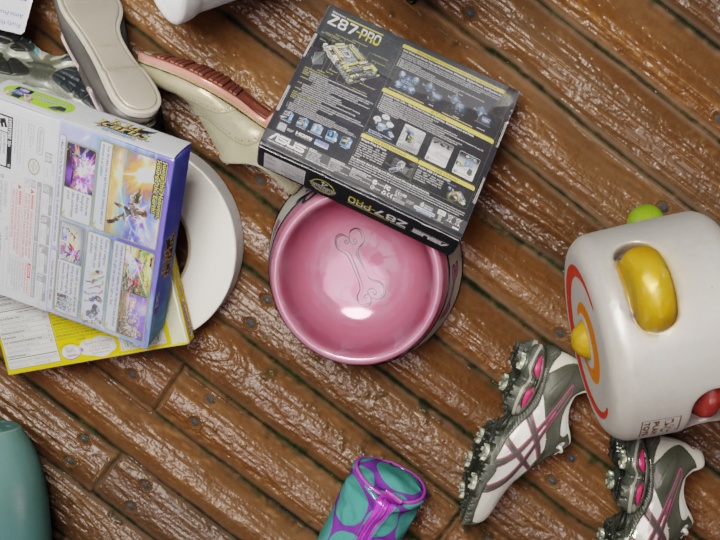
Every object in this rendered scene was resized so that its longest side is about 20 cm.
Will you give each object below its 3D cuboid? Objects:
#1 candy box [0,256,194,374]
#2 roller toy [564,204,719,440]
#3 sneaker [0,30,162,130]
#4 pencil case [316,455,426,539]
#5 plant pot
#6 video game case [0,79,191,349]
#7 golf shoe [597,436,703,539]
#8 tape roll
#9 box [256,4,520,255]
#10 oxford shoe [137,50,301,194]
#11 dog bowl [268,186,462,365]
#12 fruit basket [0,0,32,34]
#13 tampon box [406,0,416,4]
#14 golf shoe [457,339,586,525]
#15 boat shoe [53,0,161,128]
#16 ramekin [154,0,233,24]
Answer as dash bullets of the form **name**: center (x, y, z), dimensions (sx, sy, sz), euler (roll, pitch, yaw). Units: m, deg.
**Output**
- **candy box**: center (-0.270, 0.037, 0.976), dimensions (0.196, 0.026, 0.104), euler (-10, 98, 10)
- **roller toy**: center (0.253, 0.051, 0.861), dimensions (0.137, 0.200, 0.186), euler (-12, 104, 2)
- **sneaker**: center (-0.291, -0.167, 0.960), dimensions (0.197, 0.079, 0.087), euler (18, 138, -10)
- **pencil case**: center (-0.009, 0.290, 1.000), dimensions (0.084, 0.092, 0.203), euler (26, 103, 1)
- **plant pot**: center (-0.408, 0.238, 0.994), dimensions (0.196, 0.201, 0.165), euler (1, 89, 7)
- **video game case**: center (-0.255, -0.048, 0.895), dimensions (0.178, 0.046, 0.203), euler (20, 120, 6)
- **golf shoe**: center (0.279, 0.259, 0.961), dimensions (0.086, 0.077, 0.204), euler (6, 103, -3)
- **tape roll**: center (-0.216, -0.030, 0.987), dimensions (0.198, 0.037, 0.207), euler (2, 103, 7)
- **box**: center (0.026, -0.129, 0.890), dimensions (0.197, 0.049, 0.163), euler (24, 72, 1)
- **oxford shoe**: center (-0.131, -0.142, 0.937), dimensions (0.198, 0.071, 0.075), euler (30, 107, 1)
- **dog bowl**: center (0.000, 0.000, 0.948), dimensions (0.196, 0.074, 0.204), euler (2, 102, 7)
- **fruit basket**: center (-0.373, -0.336, 0.900), dimensions (0.182, 0.094, 0.204), euler (14, 84, 4)
- **tampon box**: center (0.029, -0.321, 0.811), dimensions (0.150, 0.200, 0.126), euler (45, 103, -3)
- **golf shoe**: center (0.159, 0.171, 0.964), dimensions (0.087, 0.077, 0.203), euler (22, 104, -5)
- **boat shoe**: center (-0.245, -0.202, 0.917), dimensions (0.057, 0.066, 0.202), euler (-51, 58, 42)
- **ramekin**: center (-0.140, -0.322, 0.835), dimensions (0.096, 0.200, 0.204), euler (-18, 100, -19)
